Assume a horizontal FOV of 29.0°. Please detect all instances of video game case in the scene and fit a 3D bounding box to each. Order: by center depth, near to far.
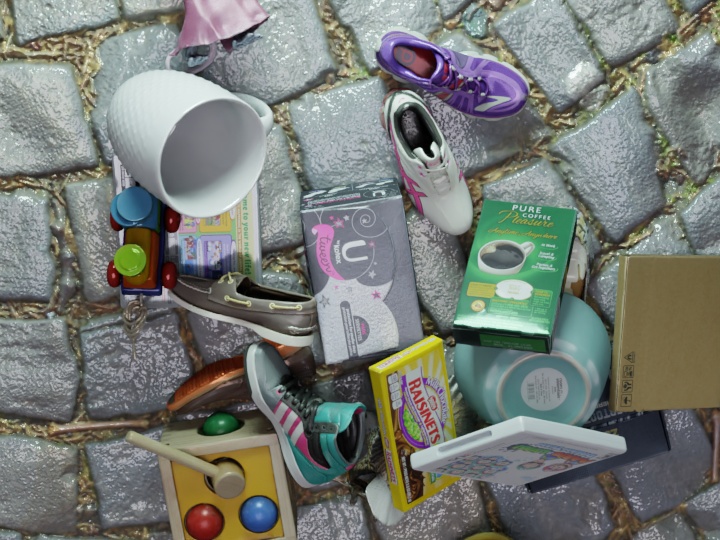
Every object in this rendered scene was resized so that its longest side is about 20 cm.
[{"bbox_3d":[0.193,0.223,1.695,0.200,0.024,0.182,15,149,-41],"label":"video game case"},{"bbox_3d":[-0.216,-0.052,1.751,0.181,0.022,0.201,-1,104,-2],"label":"video game case"}]

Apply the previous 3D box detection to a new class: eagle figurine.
[{"bbox_3d":[0.047,0.212,1.780,0.151,0.152,0.200,42,105,9],"label":"eagle figurine"}]

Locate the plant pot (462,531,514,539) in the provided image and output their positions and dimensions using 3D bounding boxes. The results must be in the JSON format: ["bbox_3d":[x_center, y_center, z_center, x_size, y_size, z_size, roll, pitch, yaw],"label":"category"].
[{"bbox_3d":[0.198,0.476,1.829,0.189,0.201,0.201,39,100,-28],"label":"plant pot"}]

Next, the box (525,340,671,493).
[{"bbox_3d":[0.291,0.188,1.821,0.199,0.051,0.158,-16,106,2],"label":"box"}]

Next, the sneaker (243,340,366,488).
[{"bbox_3d":[-0.057,0.169,1.701,0.120,0.084,0.201,-17,105,33],"label":"sneaker"}]

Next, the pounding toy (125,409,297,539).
[{"bbox_3d":[-0.185,0.263,1.771,0.183,0.142,0.201,-9,105,-1],"label":"pounding toy"}]

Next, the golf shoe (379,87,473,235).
[{"bbox_3d":[0.082,-0.126,1.710,0.072,0.092,0.200,-28,105,3],"label":"golf shoe"}]

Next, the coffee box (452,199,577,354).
[{"bbox_3d":[0.190,0.005,1.690,0.122,0.201,0.044,5,143,14],"label":"coffee box"}]

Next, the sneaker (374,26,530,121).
[{"bbox_3d":[0.110,-0.232,1.688,0.199,0.083,0.081,17,104,-8],"label":"sneaker"}]

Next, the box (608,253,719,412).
[{"bbox_3d":[0.397,0.080,1.778,0.163,0.021,0.201,0,97,-23],"label":"box"}]

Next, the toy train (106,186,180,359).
[{"bbox_3d":[-0.268,0.002,1.664,0.084,0.116,0.201,2,81,0],"label":"toy train"}]

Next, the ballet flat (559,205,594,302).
[{"bbox_3d":[0.263,0.020,1.768,0.072,0.072,0.201,2,104,-3],"label":"ballet flat"}]

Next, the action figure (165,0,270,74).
[{"bbox_3d":[-0.185,-0.352,1.653,0.134,0.149,0.201,-19,86,-27],"label":"action figure"}]

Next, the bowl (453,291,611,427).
[{"bbox_3d":[0.218,0.132,1.715,0.200,0.105,0.202,0,112,-1],"label":"bowl"}]

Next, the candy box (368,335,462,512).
[{"bbox_3d":[0.070,0.189,1.708,0.102,0.026,0.201,-26,119,-32],"label":"candy box"}]

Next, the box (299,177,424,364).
[{"bbox_3d":[0.000,0.000,1.726,0.132,0.115,0.201,-9,104,-1],"label":"box"}]

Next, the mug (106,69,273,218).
[{"bbox_3d":[-0.197,-0.168,1.648,0.199,0.175,0.148,-20,125,-31],"label":"mug"}]

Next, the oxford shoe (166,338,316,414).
[{"bbox_3d":[-0.151,0.147,1.782,0.199,0.071,0.073,-25,108,3],"label":"oxford shoe"}]

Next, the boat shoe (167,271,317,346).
[{"bbox_3d":[-0.144,0.035,1.705,0.199,0.072,0.060,19,109,21],"label":"boat shoe"}]
